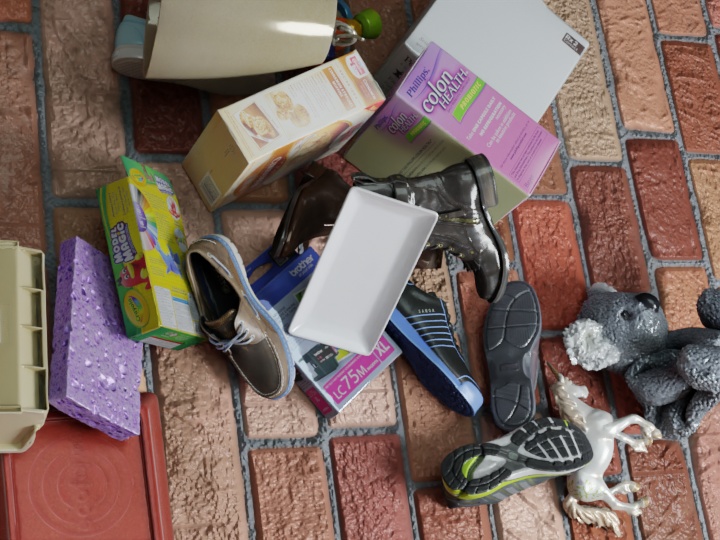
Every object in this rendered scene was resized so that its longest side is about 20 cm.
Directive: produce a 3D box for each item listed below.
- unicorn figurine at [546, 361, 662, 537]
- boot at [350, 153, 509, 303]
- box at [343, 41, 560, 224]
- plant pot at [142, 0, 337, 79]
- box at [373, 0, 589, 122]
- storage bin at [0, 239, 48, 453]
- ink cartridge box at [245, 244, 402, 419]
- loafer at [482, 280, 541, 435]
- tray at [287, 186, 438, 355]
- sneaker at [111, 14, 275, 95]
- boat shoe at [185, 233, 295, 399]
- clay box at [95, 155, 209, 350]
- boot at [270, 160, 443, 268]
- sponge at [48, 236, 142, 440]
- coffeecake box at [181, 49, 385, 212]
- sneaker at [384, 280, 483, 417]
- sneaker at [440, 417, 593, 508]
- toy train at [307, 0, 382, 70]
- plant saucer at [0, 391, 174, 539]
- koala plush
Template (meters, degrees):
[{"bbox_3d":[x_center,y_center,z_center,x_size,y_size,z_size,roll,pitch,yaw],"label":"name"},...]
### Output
[{"bbox_3d":[0.290,0.212,1.636,0.136,0.074,0.201,13,71,-7],"label":"unicorn figurine"},{"bbox_3d":[0.074,-0.037,1.548,0.173,0.069,0.201,-16,113,-10],"label":"boot"},{"bbox_3d":[0.109,-0.149,1.643,0.199,0.176,0.097,36,61,-6],"label":"box"},{"bbox_3d":[-0.133,-0.295,1.513,0.199,0.187,0.189,7,67,-14],"label":"plant pot"},{"bbox_3d":[0.152,-0.264,1.733,0.199,0.131,0.200,38,60,-5],"label":"box"},{"bbox_3d":[-0.421,0.073,1.355,0.197,0.094,0.201,3,58,-20],"label":"storage bin"},{"bbox_3d":[-0.058,0.060,1.571,0.200,0.042,0.119,48,60,2],"label":"ink cartridge box"},{"bbox_3d":[0.187,0.113,1.652,0.071,0.063,0.201,0,62,9],"label":"loafer"},{"bbox_3d":[0.000,0.000,1.509,0.107,0.201,0.022,16,27,-18],"label":"tray"},{"bbox_3d":[-0.196,-0.268,1.617,0.199,0.074,0.083,9,72,-20],"label":"sneaker"},{"bbox_3d":[-0.143,0.058,1.496,0.201,0.072,0.072,60,21,1],"label":"boat shoe"},{"bbox_3d":[-0.232,-0.018,1.485,0.047,0.115,0.201,-20,73,16],"label":"clay box"},{"bbox_3d":[0.006,-0.037,1.585,0.199,0.064,0.187,28,41,-3],"label":"boot"},{"bbox_3d":[-0.276,0.070,1.423,0.111,0.030,0.201,38,38,-44],"label":"sponge"},{"bbox_3d":[-0.091,-0.163,1.575,0.199,0.153,0.073,-29,84,-29],"label":"coffeecake box"},{"bbox_3d":[0.087,0.080,1.607,0.078,0.070,0.200,-41,89,-25],"label":"sneaker"},{"bbox_3d":[0.179,0.229,1.577,0.199,0.081,0.074,-10,61,-18],"label":"sneaker"},{"bbox_3d":[-0.018,-0.293,1.644,0.115,0.199,0.085,-19,113,-36],"label":"toy train"},{"bbox_3d":[-0.294,0.226,1.406,0.199,0.037,0.201,-2,71,-23],"label":"plant saucer"},{"bbox_3d":[0.352,0.097,1.673,0.199,0.184,0.178,29,37,6],"label":"koala plush"}]
